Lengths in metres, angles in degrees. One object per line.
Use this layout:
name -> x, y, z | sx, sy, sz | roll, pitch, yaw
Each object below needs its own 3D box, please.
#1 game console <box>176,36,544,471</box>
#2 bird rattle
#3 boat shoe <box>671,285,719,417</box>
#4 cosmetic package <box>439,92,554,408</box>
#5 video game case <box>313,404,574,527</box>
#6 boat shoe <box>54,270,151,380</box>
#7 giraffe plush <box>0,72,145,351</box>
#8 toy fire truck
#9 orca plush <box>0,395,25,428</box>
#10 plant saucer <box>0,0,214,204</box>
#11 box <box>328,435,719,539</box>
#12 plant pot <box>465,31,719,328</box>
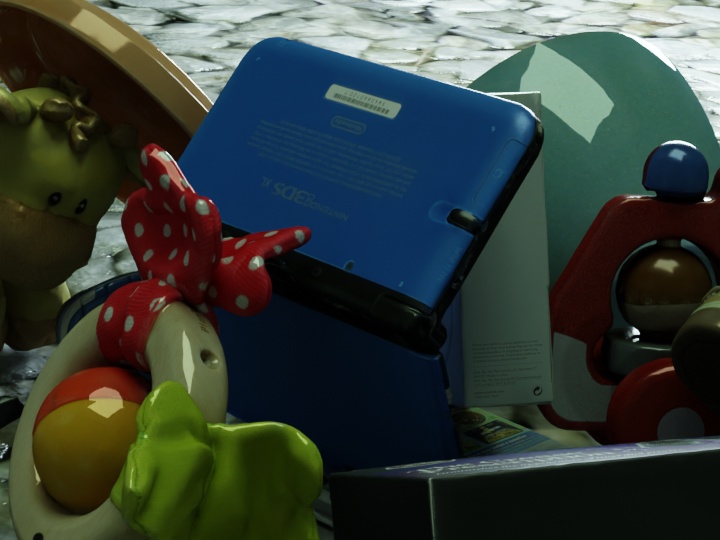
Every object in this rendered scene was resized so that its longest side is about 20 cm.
game console -> 0.000, 0.000, 0.928 | 0.200, 0.171, 0.118 | 22, -14, 43
bird rattle -> -0.100, 0.056, 0.827 | 0.113, 0.163, 0.200 | 22, 42, -45
boat shoe -> 0.242, 0.071, 0.882 | 0.200, 0.072, 0.076 | 43, 52, 4
cosmetic package -> 0.042, -0.014, 0.997 | 0.052, 0.151, 0.200 | -1, 2, -15
video game case -> 0.039, 0.105, 0.968 | 0.143, 0.018, 0.200 | -16, 26, -41
boat shoe -> -0.096, 0.027, 1.114 | 0.200, 0.072, 0.072 | -4, 11, -37
giraffe plush -> -0.191, -0.044, 1.056 | 0.162, 0.200, 0.172 | 1, 10, 45
toy fire truck -> 0.190, 0.021, 0.967 | 0.200, 0.168, 0.112 | 4, 7, -6
orca plush -> -0.219, 0.066, 0.968 | 0.071, 0.105, 0.200 | 33, -19, -36
plant saucer -> -0.131, -0.088, 1.079 | 0.200, 0.200, 0.032 | 21, 63, 43
box -> 0.102, 0.112, 0.795 | 0.200, 0.079, 0.141 | -4, -7, -17
plant pot -> 0.139, -0.019, 1.117 | 0.200, 0.200, 0.135 | -7, 42, -26
